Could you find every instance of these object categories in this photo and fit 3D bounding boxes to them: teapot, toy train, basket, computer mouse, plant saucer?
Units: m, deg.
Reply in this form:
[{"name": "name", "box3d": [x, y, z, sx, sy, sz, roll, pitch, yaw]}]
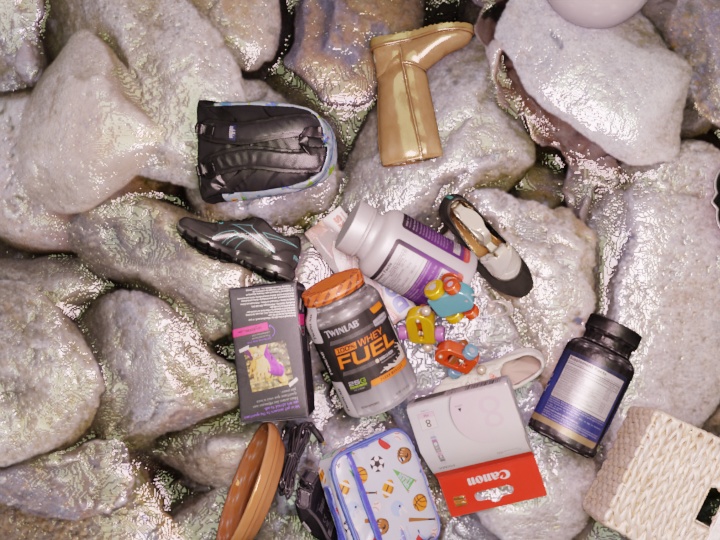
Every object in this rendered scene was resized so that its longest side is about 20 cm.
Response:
[{"name": "teapot", "box3d": [0.378, -0.475, 1.513, 0.199, 0.146, 0.198, -36, 88, -3]}, {"name": "toy train", "box3d": [0.141, 0.074, 1.442, 0.149, 0.200, 0.056, 19, 49, -5]}, {"name": "basket", "box3d": [0.447, 0.313, 1.450, 0.160, 0.200, 0.199, 27, 87, 7]}, {"name": "computer mouse", "box3d": [-0.073, 0.320, 1.490, 0.046, 0.200, 0.141, -9, 46, 26]}, {"name": "plant saucer", "box3d": [-0.158, 0.321, 1.444, 0.037, 0.200, 0.201, 22, 87, -12]}]

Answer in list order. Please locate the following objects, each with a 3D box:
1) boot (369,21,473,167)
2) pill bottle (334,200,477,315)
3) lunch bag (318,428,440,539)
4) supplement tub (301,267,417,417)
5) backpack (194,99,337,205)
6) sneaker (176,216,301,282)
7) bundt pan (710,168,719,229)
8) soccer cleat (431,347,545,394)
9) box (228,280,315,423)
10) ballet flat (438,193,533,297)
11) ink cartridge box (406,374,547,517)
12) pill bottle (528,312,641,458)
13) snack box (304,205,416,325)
[{"name": "boot", "box3d": [0.105, -0.274, 1.544, 0.174, 0.066, 0.202, -9, 86, 11]}, {"name": "pill bottle", "box3d": [0.066, -0.022, 1.488, 0.199, 0.111, 0.112, 29, 87, -10]}, {"name": "lunch bag", "box3d": [0.027, 0.348, 1.472, 0.159, 0.075, 0.201, -18, 88, -32]}, {"name": "supplement tub", "box3d": [-0.005, 0.106, 1.472, 0.122, 0.123, 0.201, -25, 102, -2]}, {"name": "backpack", "box3d": [-0.135, -0.185, 1.506, 0.199, 0.154, 0.165, -7, 84, 21]}, {"name": "sneaker", "box3d": [-0.187, -0.047, 1.532, 0.199, 0.075, 0.080, 22, 74, -6]}, {"name": "bundt pan", "box3d": [0.639, -0.105, 1.516, 0.200, 0.076, 0.204, -2, 82, 13]}, {"name": "soccer cleat", "box3d": [0.191, 0.173, 1.511, 0.199, 0.078, 0.070, -27, 87, -1]}, {"name": "box", "box3d": [-0.131, 0.121, 1.488, 0.105, 0.122, 0.202, -5, 87, 2]}, {"name": "ballet flat", "box3d": [0.194, -0.037, 1.526, 0.068, 0.068, 0.200, -44, 89, -7]}, {"name": "ink cartridge box", "box3d": [0.176, 0.271, 1.482, 0.162, 0.057, 0.201, -17, 94, 17]}, {"name": "pill bottle", "box3d": [0.345, 0.172, 1.495, 0.111, 0.112, 0.201, 27, 87, 1]}, {"name": "snack box", "box3d": [0.000, 0.000, 1.545, 0.072, 0.024, 0.200, -37, 88, -5]}]
